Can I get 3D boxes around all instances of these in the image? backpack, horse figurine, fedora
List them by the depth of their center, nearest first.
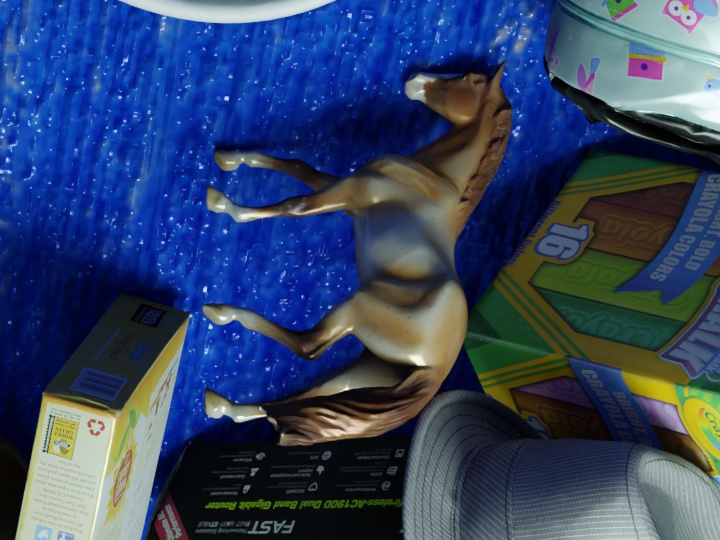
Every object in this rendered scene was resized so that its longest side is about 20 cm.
[{"bbox_3d":[0.105,0.132,1.031,0.090,0.177,0.200,-19,118,24],"label":"fedora"},{"bbox_3d":[0.174,-0.101,1.040,0.199,0.167,0.127,10,101,-16],"label":"backpack"},{"bbox_3d":[0.000,0.000,1.062,0.132,0.201,0.050,-1,142,2],"label":"horse figurine"}]

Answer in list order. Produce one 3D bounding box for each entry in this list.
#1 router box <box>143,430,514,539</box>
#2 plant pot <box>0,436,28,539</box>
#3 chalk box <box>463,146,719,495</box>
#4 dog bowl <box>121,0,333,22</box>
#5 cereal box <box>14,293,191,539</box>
[{"bbox_3d":[0.018,0.146,1.186,0.199,0.062,0.150,-5,138,39],"label":"router box"},{"bbox_3d":[-0.262,0.169,1.157,0.199,0.187,0.188,0,129,8],"label":"plant pot"},{"bbox_3d":[0.168,0.044,1.094,0.199,0.125,0.124,12,141,38],"label":"chalk box"},{"bbox_3d":[-0.050,-0.197,0.918,0.199,0.079,0.201,5,118,9],"label":"dog bowl"},{"bbox_3d":[-0.125,0.126,1.121,0.039,0.144,0.201,15,107,3],"label":"cereal box"}]
